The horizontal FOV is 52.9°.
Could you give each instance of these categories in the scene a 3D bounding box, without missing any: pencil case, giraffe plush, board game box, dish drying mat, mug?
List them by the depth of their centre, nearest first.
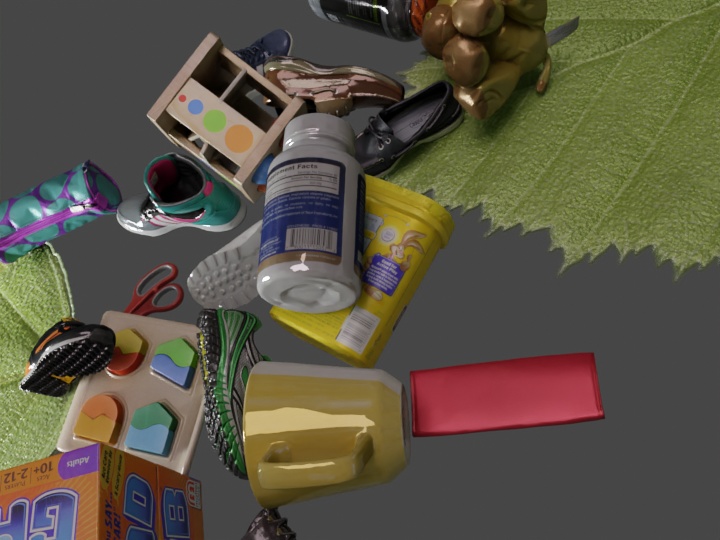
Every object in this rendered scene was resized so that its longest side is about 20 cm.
[{"bbox_3d":[-0.289,0.315,0.727,0.199,0.200,0.201,-17,60,10],"label":"board game box"},{"bbox_3d":[-0.028,0.176,0.736,0.152,0.150,0.187,-5,37,7],"label":"mug"},{"bbox_3d":[0.151,0.133,0.769,0.199,0.018,0.077,-9,61,16],"label":"dish drying mat"},{"bbox_3d":[0.146,-0.305,0.903,0.199,0.173,0.162,-21,43,-33],"label":"giraffe plush"},{"bbox_3d":[-0.455,-0.084,1.055,0.199,0.085,0.093,-25,32,7],"label":"pencil case"}]

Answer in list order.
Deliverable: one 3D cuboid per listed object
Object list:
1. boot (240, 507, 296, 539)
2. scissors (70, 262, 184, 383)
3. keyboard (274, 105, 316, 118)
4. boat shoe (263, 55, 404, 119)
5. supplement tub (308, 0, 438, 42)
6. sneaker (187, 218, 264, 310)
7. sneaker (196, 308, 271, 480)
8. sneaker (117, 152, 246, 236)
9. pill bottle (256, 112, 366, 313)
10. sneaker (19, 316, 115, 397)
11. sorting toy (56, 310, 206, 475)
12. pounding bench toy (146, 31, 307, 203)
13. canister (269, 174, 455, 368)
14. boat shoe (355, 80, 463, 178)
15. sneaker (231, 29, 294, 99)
[{"bbox_3d":[-0.048,0.304,0.724,0.200,0.069,0.174,-44,59,-3],"label":"boot"},{"bbox_3d":[-0.320,0.068,0.974,0.200,0.014,0.073,-38,61,0],"label":"scissors"},{"bbox_3d":[-0.077,-0.175,1.005,0.103,0.040,0.201,-14,57,-14],"label":"keyboard"},{"bbox_3d":[-0.040,-0.238,0.989,0.199,0.076,0.074,11,86,10],"label":"boat shoe"},{"bbox_3d":[0.031,-0.395,1.017,0.199,0.123,0.123,26,75,28],"label":"supplement tub"},{"bbox_3d":[-0.134,-0.019,0.922,0.199,0.077,0.081,-32,16,18],"label":"sneaker"},{"bbox_3d":[-0.136,0.138,0.835,0.085,0.078,0.201,-2,73,-22],"label":"sneaker"},{"bbox_3d":[-0.267,-0.100,0.974,0.199,0.121,0.084,-2,64,19],"label":"sneaker"},{"bbox_3d":[-0.050,-0.064,0.786,0.110,0.111,0.201,-6,65,17],"label":"pill bottle"},{"bbox_3d":[-0.367,0.090,0.908,0.200,0.070,0.090,-32,48,39],"label":"sneaker"},{"bbox_3d":[-0.273,0.147,0.895,0.199,0.036,0.186,6,69,20],"label":"sorting toy"},{"bbox_3d":[-0.149,-0.174,0.927,0.156,0.200,0.124,37,86,2],"label":"pounding bench toy"},{"bbox_3d":[0.000,0.000,0.851,0.148,0.087,0.201,24,76,28],"label":"canister"},{"bbox_3d":[0.041,-0.180,0.930,0.198,0.066,0.075,-26,60,-1],"label":"boat shoe"},{"bbox_3d":[-0.184,-0.298,1.066,0.200,0.085,0.075,-45,59,-7],"label":"sneaker"}]
